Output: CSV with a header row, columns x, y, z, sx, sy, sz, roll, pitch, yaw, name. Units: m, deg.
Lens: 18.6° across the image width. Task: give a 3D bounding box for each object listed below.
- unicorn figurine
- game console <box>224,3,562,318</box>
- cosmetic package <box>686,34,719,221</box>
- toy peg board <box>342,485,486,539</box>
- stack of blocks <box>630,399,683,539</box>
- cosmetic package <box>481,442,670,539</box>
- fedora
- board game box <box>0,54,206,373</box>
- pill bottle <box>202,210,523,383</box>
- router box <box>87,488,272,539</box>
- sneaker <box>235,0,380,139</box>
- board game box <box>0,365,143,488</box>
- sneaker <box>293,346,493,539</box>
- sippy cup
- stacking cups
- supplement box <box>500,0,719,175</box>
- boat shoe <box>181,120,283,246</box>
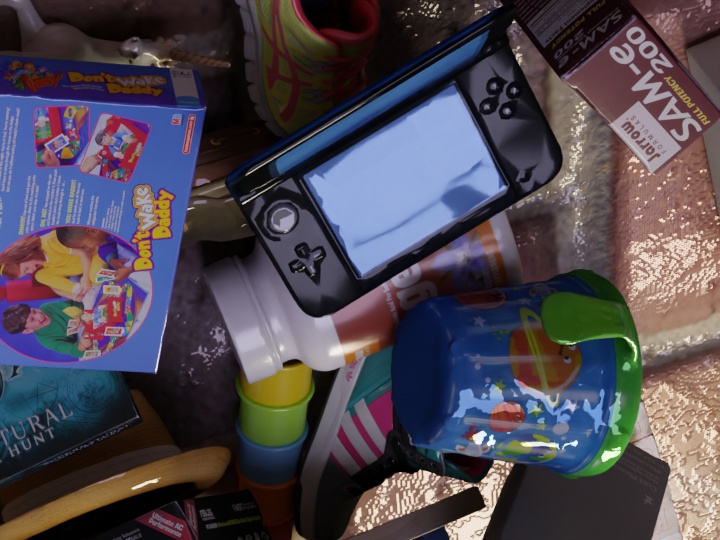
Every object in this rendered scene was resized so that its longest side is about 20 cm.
x,y,z,sx,sy,sz,roll,pitch,yaw,name
-0.200,-0.113,1.353,0.137,0.074,0.200,19,131,-41,unicorn figurine
0.027,-0.061,1.341,0.199,0.118,0.171,-31,119,-1,game console
0.356,-0.090,1.558,0.199,0.123,0.200,-24,131,-6,cosmetic package
-0.025,0.250,1.559,0.199,0.098,0.200,-16,171,-40,toy peg board
0.198,0.175,1.697,0.058,0.115,0.201,-21,112,-7,stack of blocks
0.141,0.191,1.530,0.106,0.200,0.090,27,117,0,cosmetic package
-0.188,0.136,1.506,0.200,0.082,0.201,-20,168,-4,fedora
-0.177,-0.031,1.339,0.134,0.045,0.201,4,125,-15,board game box
0.000,0.000,1.486,0.199,0.112,0.112,-23,131,-5,pill bottle
-0.174,0.220,1.538,0.199,0.062,0.150,-25,171,13,router box
-0.024,-0.141,1.370,0.078,0.090,0.200,-47,138,-26,sneaker
-0.259,0.079,1.431,0.199,0.136,0.028,-25,169,-4,board game box
0.032,0.133,1.585,0.084,0.120,0.201,-30,144,-57,sneaker
0.094,0.068,1.433,0.130,0.140,0.179,1,120,-25,sippy cup
-0.067,0.124,1.595,0.060,0.061,0.201,-7,133,-17,stacking cups
0.136,-0.157,1.364,0.061,0.200,0.109,-41,130,10,supplement box
-0.135,-0.052,1.423,0.199,0.068,0.072,-12,153,-15,boat shoe
